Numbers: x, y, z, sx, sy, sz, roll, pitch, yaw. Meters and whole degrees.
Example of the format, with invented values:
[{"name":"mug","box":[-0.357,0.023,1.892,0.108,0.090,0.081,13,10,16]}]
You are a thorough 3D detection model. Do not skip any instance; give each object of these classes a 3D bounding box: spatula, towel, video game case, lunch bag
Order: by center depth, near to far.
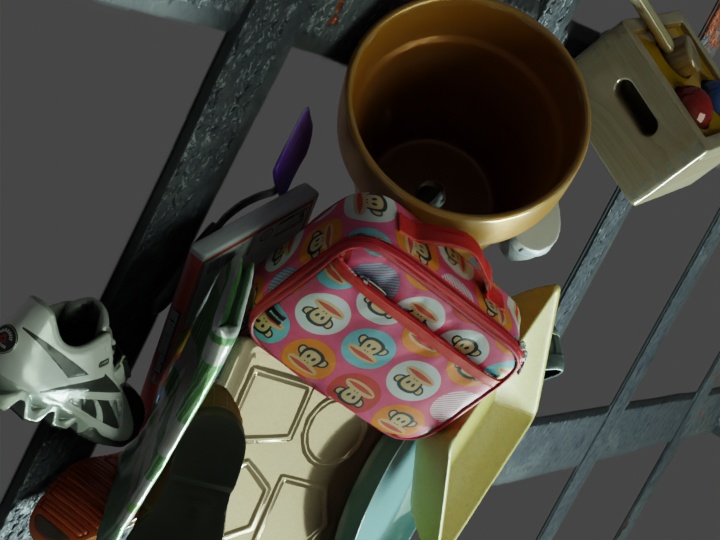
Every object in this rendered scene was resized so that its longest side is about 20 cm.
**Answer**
[{"name":"towel","box":[-0.138,0.096,1.316,0.201,0.023,0.153,-58,-170,19]},{"name":"spatula","box":[-0.097,-0.042,1.385,0.200,0.020,0.057,-48,161,-14]},{"name":"lunch bag","box":[0.030,0.032,1.394,0.176,0.199,0.082,-37,-149,31]},{"name":"video game case","box":[-0.109,0.031,1.430,0.143,0.017,0.201,-32,153,-46]}]

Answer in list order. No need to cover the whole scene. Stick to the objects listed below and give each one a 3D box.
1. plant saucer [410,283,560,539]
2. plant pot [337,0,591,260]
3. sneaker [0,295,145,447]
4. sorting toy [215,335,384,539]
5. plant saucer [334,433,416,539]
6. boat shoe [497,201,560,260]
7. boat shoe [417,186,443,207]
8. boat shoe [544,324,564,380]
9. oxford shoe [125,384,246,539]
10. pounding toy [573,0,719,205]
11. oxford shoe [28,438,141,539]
[{"name":"plant saucer","box":[0.101,0.128,1.564,0.200,0.048,0.201,-51,158,-34]},{"name":"plant pot","box":[0.070,-0.094,1.473,0.200,0.200,0.184,-47,171,-24]},{"name":"sneaker","box":[-0.193,0.067,1.263,0.089,0.074,0.200,-56,158,1]},{"name":"sorting toy","box":[-0.069,0.156,1.469,0.199,0.036,0.187,19,98,-43]},{"name":"plant saucer","box":[0.027,0.195,1.564,0.201,0.027,0.201,-53,158,-31]},{"name":"boat shoe","box":[0.148,-0.107,1.670,0.071,0.202,0.068,-4,169,-22]},{"name":"boat shoe","box":[0.093,-0.126,1.604,0.064,0.075,0.203,-18,146,-28]},{"name":"boat shoe","box":[0.103,0.109,1.693,0.199,0.062,0.073,-29,157,17]},{"name":"oxford shoe","box":[-0.134,0.177,1.366,0.071,0.071,0.201,-98,-149,-64]},{"name":"pounding toy","box":[0.299,-0.195,1.812,0.142,0.201,0.184,-37,170,33]},{"name":"oxford shoe","box":[-0.191,0.186,1.428,0.199,0.071,0.073,-28,149,-50]}]
